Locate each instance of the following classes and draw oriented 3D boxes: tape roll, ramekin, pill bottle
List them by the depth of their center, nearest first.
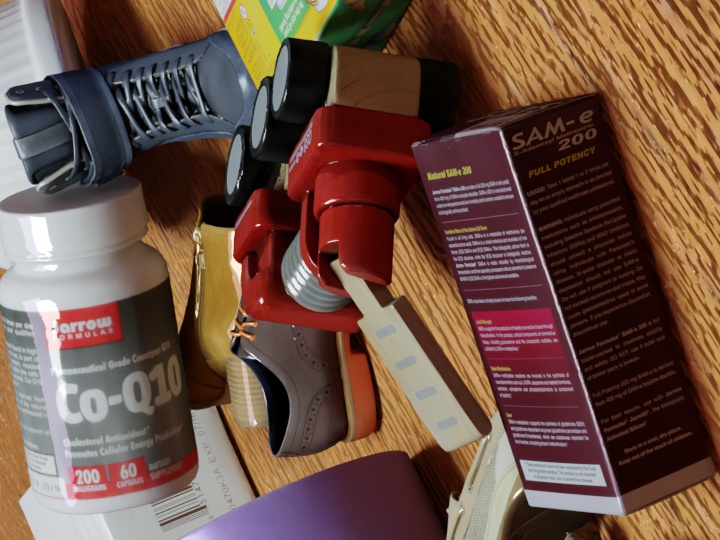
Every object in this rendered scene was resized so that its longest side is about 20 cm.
[{"bbox_3d":[-0.043,0.191,1.688,0.085,0.199,0.200,64,157,13],"label":"tape roll"},{"bbox_3d":[-0.174,0.047,1.811,0.114,0.113,0.201,20,121,61],"label":"pill bottle"},{"bbox_3d":[-0.229,-0.091,1.924,0.202,0.094,0.204,163,90,-89],"label":"ramekin"}]

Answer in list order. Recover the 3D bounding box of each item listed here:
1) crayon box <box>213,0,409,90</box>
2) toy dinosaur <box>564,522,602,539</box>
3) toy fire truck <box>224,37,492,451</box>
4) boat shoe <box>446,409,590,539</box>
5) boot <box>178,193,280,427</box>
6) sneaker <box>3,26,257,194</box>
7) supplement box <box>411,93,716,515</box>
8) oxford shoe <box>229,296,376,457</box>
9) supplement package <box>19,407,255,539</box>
[{"bbox_3d":[-0.027,-0.180,1.522,0.119,0.058,0.200,63,157,13],"label":"crayon box"},{"bbox_3d":[0.137,0.231,1.526,0.106,0.060,0.201,-97,6,-56],"label":"toy dinosaur"},{"bbox_3d":[0.000,0.000,1.495,0.176,0.128,0.201,127,149,-63],"label":"toy fire truck"},{"bbox_3d":[0.081,0.145,1.547,0.201,0.072,0.065,102,151,-51],"label":"boat shoe"},{"bbox_3d":[-0.091,0.020,1.847,0.201,0.070,0.145,-166,70,-70],"label":"boot"},{"bbox_3d":[-0.139,-0.098,1.738,0.202,0.145,0.077,-4,104,65],"label":"sneaker"},{"bbox_3d":[0.101,0.018,1.398,0.109,0.061,0.201,-3,107,67],"label":"supplement box"},{"bbox_3d":[-0.047,0.021,1.719,0.071,0.072,0.201,10,118,65],"label":"oxford shoe"},{"bbox_3d":[-0.164,0.180,2.061,0.117,0.117,0.200,65,157,9],"label":"supplement package"}]
